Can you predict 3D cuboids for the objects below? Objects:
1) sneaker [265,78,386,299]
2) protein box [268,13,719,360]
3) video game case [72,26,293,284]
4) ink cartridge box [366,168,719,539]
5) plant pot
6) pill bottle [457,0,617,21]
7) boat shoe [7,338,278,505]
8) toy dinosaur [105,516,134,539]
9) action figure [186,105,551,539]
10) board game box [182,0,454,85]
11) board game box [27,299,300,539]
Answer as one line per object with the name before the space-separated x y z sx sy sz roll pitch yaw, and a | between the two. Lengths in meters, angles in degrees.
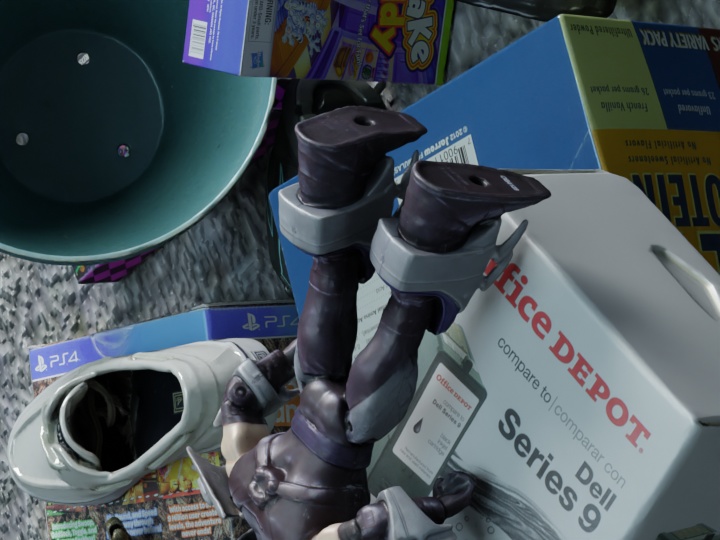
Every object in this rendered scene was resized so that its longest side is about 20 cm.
sneaker | 0.000 0.000 1.200 0.079 0.075 0.201 -49 49 49
protein box | 0.090 0.024 1.043 0.198 0.134 0.201 -29 70 43
video game case | -0.122 -0.117 1.341 0.200 0.036 0.182 -38 64 41
ink cartridge box | 0.064 0.080 0.912 0.146 0.084 0.201 49 124 34
plant pot | -0.145 -0.092 1.228 0.135 0.199 0.202 122 139 -79
pill bottle | 0.083 -0.219 1.060 0.112 0.111 0.201 29 113 43
boat shoe | -0.124 0.077 1.185 0.199 0.065 0.073 -13 82 46
toy dinosaur | -0.124 0.228 1.213 0.101 0.058 0.201 39 113 56
action figure | -0.004 0.046 0.878 0.130 0.069 0.201 37 120 36
board game box | -0.009 -0.193 1.145 0.045 0.134 0.202 17 104 45
board game box | -0.082 0.126 1.260 0.159 0.096 0.202 -13 82 47
